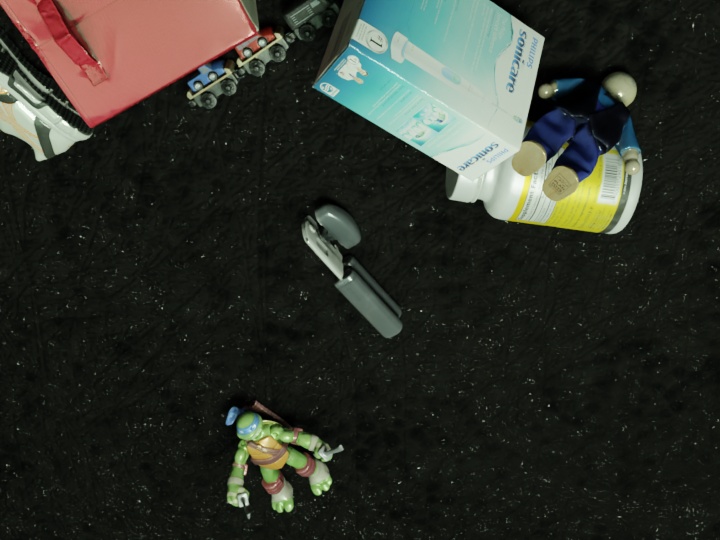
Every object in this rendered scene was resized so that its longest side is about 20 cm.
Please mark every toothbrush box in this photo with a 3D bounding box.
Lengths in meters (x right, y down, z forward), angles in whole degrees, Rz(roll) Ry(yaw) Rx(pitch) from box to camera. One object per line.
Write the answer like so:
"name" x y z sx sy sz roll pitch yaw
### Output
"toothbrush box" 0.072 -0.207 0.845 0.198 0.148 0.085 26 153 -19

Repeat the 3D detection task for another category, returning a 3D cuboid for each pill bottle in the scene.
"pill bottle" 0.199 -0.107 0.951 0.197 0.112 0.112 8 126 -6

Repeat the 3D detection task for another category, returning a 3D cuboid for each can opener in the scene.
"can opener" 0.000 0.000 1.061 0.066 0.054 0.200 -31 122 21

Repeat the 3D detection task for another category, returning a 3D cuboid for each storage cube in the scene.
"storage cube" -0.210 -0.273 0.778 0.178 0.201 0.172 -26 122 9

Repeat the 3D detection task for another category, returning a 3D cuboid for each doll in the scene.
"doll" 0.236 -0.147 0.887 0.136 0.200 0.049 39 143 6

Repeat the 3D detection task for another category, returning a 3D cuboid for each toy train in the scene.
"toy train" -0.109 -0.234 0.902 0.198 0.034 0.046 -29 118 18

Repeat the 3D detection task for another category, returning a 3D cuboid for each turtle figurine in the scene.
"turtle figurine" -0.108 0.291 1.196 0.199 0.145 0.195 24 158 33

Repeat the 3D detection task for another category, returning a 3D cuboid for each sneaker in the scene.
"sneaker" -0.382 -0.194 0.903 0.080 0.074 0.200 -31 120 22
